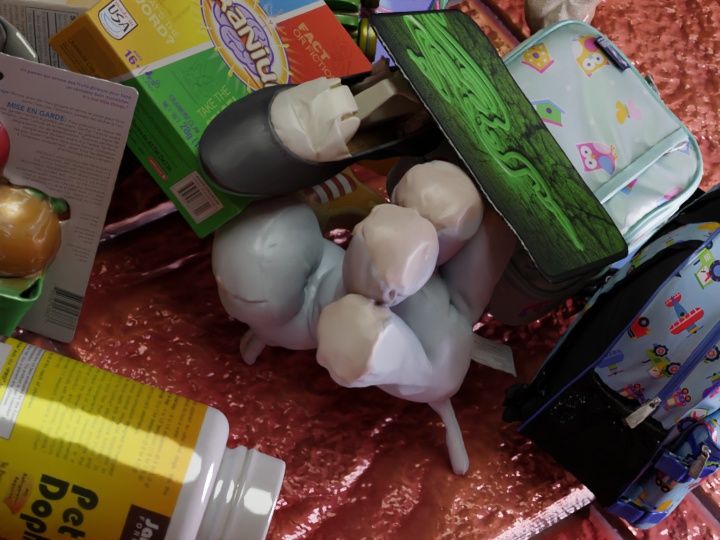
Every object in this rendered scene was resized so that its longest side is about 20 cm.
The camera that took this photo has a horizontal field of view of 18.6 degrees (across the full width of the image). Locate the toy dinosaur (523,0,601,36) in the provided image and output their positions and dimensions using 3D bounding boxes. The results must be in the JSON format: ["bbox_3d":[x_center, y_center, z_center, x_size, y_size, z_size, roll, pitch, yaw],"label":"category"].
[{"bbox_3d":[0.146,-0.192,1.629,0.085,0.136,0.201,11,43,16],"label":"toy dinosaur"}]

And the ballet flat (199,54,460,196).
[{"bbox_3d":[-0.011,-0.095,1.343,0.199,0.073,0.073,-15,56,-43],"label":"ballet flat"}]

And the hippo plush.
[{"bbox_3d":[0.000,0.000,1.370,0.160,0.200,0.160,22,79,33],"label":"hippo plush"}]

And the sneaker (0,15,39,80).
[{"bbox_3d":[-0.288,-0.117,1.386,0.201,0.147,0.077,25,48,4],"label":"sneaker"}]

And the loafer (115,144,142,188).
[{"bbox_3d":[-0.134,-0.103,1.492,0.200,0.068,0.071,-34,101,-43],"label":"loafer"}]

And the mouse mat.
[{"bbox_3d":[0.090,-0.082,1.374,0.201,0.008,0.161,55,25,9],"label":"mouse mat"}]

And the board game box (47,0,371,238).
[{"bbox_3d":[-0.089,-0.135,1.387,0.153,0.040,0.200,52,40,-11],"label":"board game box"}]

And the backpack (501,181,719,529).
[{"bbox_3d":[0.211,0.041,1.383,0.134,0.200,0.182,43,42,5],"label":"backpack"}]

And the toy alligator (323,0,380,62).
[{"bbox_3d":[-0.014,-0.209,1.508,0.059,0.054,0.202,5,77,-2],"label":"toy alligator"}]

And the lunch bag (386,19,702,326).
[{"bbox_3d":[0.132,-0.066,1.484,0.200,0.077,0.161,-38,82,-29],"label":"lunch bag"}]

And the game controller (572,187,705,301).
[{"bbox_3d":[0.166,-0.024,1.540,0.198,0.042,0.105,6,48,-18],"label":"game controller"}]

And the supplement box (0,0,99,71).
[{"bbox_3d":[-0.225,-0.180,1.461,0.198,0.074,0.126,8,35,9],"label":"supplement box"}]

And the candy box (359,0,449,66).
[{"bbox_3d":[-0.010,-0.238,1.582,0.168,0.077,0.201,28,78,4],"label":"candy box"}]

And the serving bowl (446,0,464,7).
[{"bbox_3d":[0.034,-0.281,1.682,0.198,0.066,0.202,3,69,-7],"label":"serving bowl"}]

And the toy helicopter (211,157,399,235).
[{"bbox_3d":[-0.011,-0.053,1.497,0.199,0.079,0.133,31,37,-8],"label":"toy helicopter"}]

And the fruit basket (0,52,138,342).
[{"bbox_3d":[-0.241,-0.056,1.314,0.184,0.201,0.094,14,32,-8],"label":"fruit basket"}]

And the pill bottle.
[{"bbox_3d":[-0.148,0.115,1.260,0.198,0.110,0.110,19,47,-3],"label":"pill bottle"}]
